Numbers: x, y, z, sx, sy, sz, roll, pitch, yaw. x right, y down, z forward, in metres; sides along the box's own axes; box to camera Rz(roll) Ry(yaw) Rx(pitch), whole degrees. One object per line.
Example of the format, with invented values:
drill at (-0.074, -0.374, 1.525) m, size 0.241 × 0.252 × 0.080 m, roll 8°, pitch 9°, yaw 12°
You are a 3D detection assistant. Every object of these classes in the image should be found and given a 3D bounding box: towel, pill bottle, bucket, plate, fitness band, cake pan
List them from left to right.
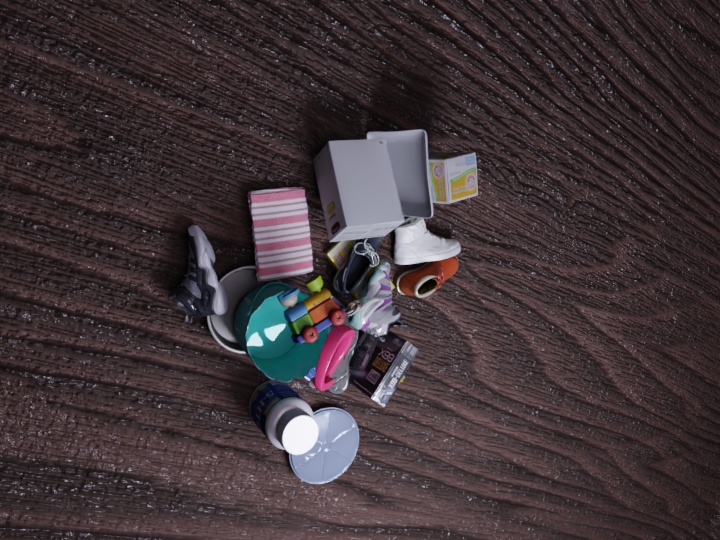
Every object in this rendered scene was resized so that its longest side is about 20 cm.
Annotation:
cake pan at (-0.261, 0.088, 1.519) m, size 0.196 × 0.037 × 0.206 m, roll -6°, pitch 102°, yaw -28°
bucket at (-0.180, 0.130, 1.472) m, size 0.203 × 0.134 × 0.213 m, roll -6°, pitch 103°, yaw -28°
towel at (-0.183, -0.085, 1.517) m, size 0.143 × 0.030 × 0.206 m, roll -9°, pitch 96°, yaw -32°
pill bottle at (-0.174, 0.340, 1.523) m, size 0.117 × 0.199 × 0.123 m, roll -6°, pitch 102°, yaw -27°
fitness band at (-0.063, 0.191, 1.470) m, size 0.037 × 0.200 × 0.147 m, roll 23°, pitch 92°, yaw 10°
plate at (0.098, -0.231, 1.568) m, size 0.032 × 0.197 × 0.205 m, roll -18°, pitch 109°, yaw -40°

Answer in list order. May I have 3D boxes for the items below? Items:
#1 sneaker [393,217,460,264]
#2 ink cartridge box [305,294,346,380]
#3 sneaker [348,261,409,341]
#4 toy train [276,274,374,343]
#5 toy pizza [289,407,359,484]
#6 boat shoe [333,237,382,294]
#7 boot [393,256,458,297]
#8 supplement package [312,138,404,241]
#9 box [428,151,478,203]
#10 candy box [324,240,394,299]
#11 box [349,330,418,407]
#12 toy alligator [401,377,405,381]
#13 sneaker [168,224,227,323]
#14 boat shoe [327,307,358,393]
sneaker at (0.175, -0.088, 1.703) m, size 0.196 × 0.073 × 0.119 m, roll -10°, pitch 108°, yaw -25°
ink cartridge box at (-0.093, 0.173, 1.629) m, size 0.119 × 0.042 × 0.202 m, roll 39°, pitch 82°, yaw -28°
sneaker at (0.065, 0.084, 1.599) m, size 0.138 × 0.078 × 0.202 m, roll 32°, pitch 57°, yaw -6°
toy train at (-0.075, 0.060, 1.400) m, size 0.198 × 0.084 × 0.118 m, roll -31°, pitch 100°, yaw -21°
toy pizza at (-0.094, 0.444, 1.684) m, size 0.196 × 0.032 × 0.206 m, roll -7°, pitch 104°, yaw -27°
boat shoe at (0.004, -0.033, 1.597) m, size 0.075 × 0.061 × 0.202 m, roll 42°, pitch 76°, yaw -24°
boot at (0.194, 0.017, 1.717) m, size 0.197 × 0.107 × 0.077 m, roll -26°, pitch 109°, yaw -23°
supplement package at (-0.007, -0.185, 1.523) m, size 0.152 × 0.111 × 0.205 m, roll -7°, pitch 78°, yaw -27°
box at (0.175, -0.226, 1.594) m, size 0.111 × 0.198 × 0.104 m, roll -18°, pitch 108°, yaw -36°
candy box at (0.000, 0.000, 1.651) m, size 0.102 × 0.026 × 0.202 m, roll -41°, pitch 116°, yaw -15°
box at (0.036, 0.221, 1.614) m, size 0.049 × 0.199 × 0.159 m, roll 37°, pitch 83°, yaw -30°
toy alligator at (0.077, 0.261, 1.686) m, size 0.058 × 0.200 × 0.056 m, roll -14°, pitch 84°, yaw 15°
sneaker at (-0.366, 0.011, 1.423) m, size 0.111 × 0.075 × 0.205 m, roll -19°, pitch 87°, yaw 3°
boat shoe at (-0.050, 0.191, 1.605) m, size 0.072 × 0.065 × 0.208 m, roll 6°, pitch 91°, yaw -11°
